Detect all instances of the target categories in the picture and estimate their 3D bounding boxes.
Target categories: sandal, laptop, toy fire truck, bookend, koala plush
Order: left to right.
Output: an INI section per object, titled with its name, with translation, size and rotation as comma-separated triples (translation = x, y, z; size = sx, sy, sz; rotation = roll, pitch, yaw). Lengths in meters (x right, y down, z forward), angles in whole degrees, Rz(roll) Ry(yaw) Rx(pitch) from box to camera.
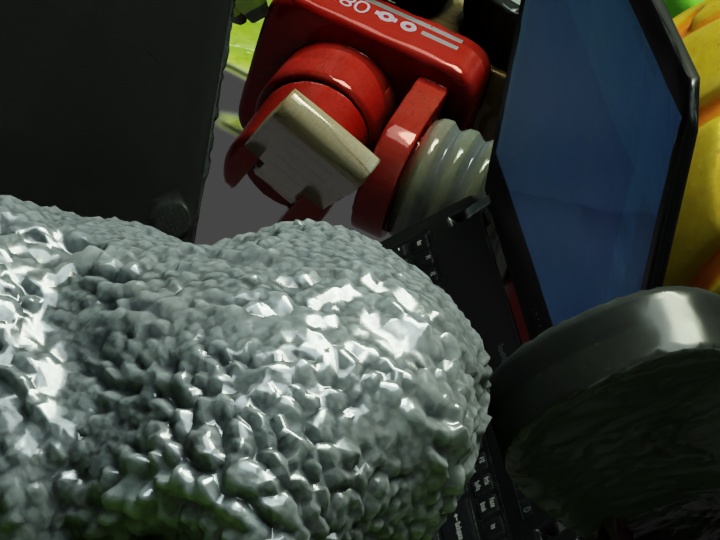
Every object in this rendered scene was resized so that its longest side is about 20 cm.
[bookend]
translation = -0.151, -0.072, 0.812
size = 0.198, 0.092, 0.200
rotation = 9, 3, -12
[koala plush]
translation = -0.096, 0.022, 0.565
size = 0.200, 0.184, 0.177
rotation = 40, 27, -7
[laptop]
translation = 0.000, 0.000, 0.713
size = 0.103, 0.200, 0.177
rotation = 59, 10, -28
[toy fire truck]
translation = 0.034, -0.035, 0.927
size = 0.176, 0.129, 0.200
rotation = 25, 38, 7
[sandal]
translation = 0.087, 0.063, 0.627
size = 0.200, 0.075, 0.048
rotation = 34, 31, -55

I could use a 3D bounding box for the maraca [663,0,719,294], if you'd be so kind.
[maraca]
translation = 0.101, -0.017, 0.736
size = 0.107, 0.137, 0.200
rotation = 15, 9, -29

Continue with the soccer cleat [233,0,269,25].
[soccer cleat]
translation = -0.051, -0.127, 0.928
size = 0.065, 0.200, 0.084
rotation = -42, 102, -22
